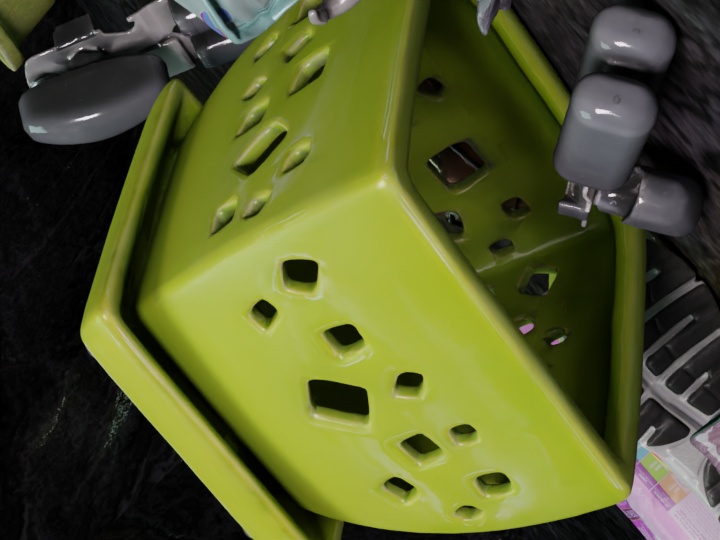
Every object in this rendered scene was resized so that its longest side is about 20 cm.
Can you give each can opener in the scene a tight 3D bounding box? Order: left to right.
[{"bbox_3d":[-0.067,-0.112,1.186,0.053,0.199,0.067,56,-167,-57],"label":"can opener"},{"bbox_3d":[0.113,-0.053,0.986,0.066,0.054,0.200,16,172,3],"label":"can opener"}]

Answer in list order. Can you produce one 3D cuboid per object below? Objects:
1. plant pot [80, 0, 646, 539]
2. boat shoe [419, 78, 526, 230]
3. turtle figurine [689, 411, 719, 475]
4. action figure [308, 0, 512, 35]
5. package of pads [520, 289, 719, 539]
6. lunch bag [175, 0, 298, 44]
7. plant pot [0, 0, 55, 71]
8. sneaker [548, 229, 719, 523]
[{"bbox_3d":[0.000,0.000,1.083,0.200,0.181,0.200,51,-151,-29],"label":"plant pot"},{"bbox_3d":[0.060,-0.052,1.270,0.200,0.068,0.072,48,174,-2],"label":"boat shoe"},{"bbox_3d":[0.228,0.141,1.130,0.200,0.100,0.150,54,176,6],"label":"turtle figurine"},{"bbox_3d":[0.000,-0.144,0.849,0.200,0.101,0.120,-132,30,-66],"label":"action figure"},{"bbox_3d":[0.162,0.094,1.448,0.200,0.076,0.121,49,178,4],"label":"package of pads"},{"bbox_3d":[-0.082,-0.211,1.017,0.200,0.122,0.170,59,171,-28],"label":"lunch bag"},{"bbox_3d":[-0.158,-0.228,1.167,0.201,0.184,0.200,49,175,5],"label":"plant pot"},{"bbox_3d":[0.150,0.052,1.236,0.200,0.078,0.090,53,-179,-23],"label":"sneaker"}]
